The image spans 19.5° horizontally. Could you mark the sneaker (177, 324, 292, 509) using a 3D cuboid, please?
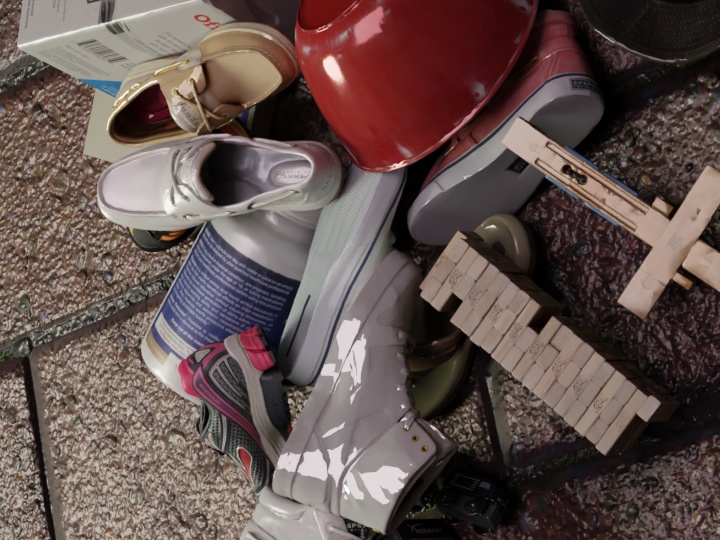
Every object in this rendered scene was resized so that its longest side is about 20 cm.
[{"bbox_3d":[-0.090,0.129,1.645,0.081,0.075,0.200,-116,11,-53],"label":"sneaker"}]

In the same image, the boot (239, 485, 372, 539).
[{"bbox_3d":[-0.011,0.221,1.529,0.200,0.074,0.096,18,88,33],"label":"boot"}]

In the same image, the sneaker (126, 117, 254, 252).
[{"bbox_3d":[-0.163,-0.061,1.729,0.070,0.090,0.200,55,142,1],"label":"sneaker"}]

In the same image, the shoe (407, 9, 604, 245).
[{"bbox_3d":[0.102,-0.106,1.566,0.200,0.071,0.091,-44,43,37],"label":"shoe"}]

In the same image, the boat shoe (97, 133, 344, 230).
[{"bbox_3d":[-0.116,-0.073,1.593,0.199,0.069,0.071,-7,83,16],"label":"boat shoe"}]

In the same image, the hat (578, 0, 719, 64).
[{"bbox_3d":[0.240,-0.233,1.451,0.200,0.081,0.201,-9,73,34],"label":"hat"}]

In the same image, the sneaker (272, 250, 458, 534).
[{"bbox_3d":[0.029,0.093,1.532,0.115,0.074,0.200,22,82,18],"label":"sneaker"}]

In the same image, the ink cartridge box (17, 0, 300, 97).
[{"bbox_3d":[-0.155,-0.209,1.700,0.200,0.146,0.085,-9,68,34],"label":"ink cartridge box"}]

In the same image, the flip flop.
[{"bbox_3d":[0.060,0.037,1.586,0.200,0.057,0.081,-53,56,29],"label":"flip flop"}]

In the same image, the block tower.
[{"bbox_3d":[0.131,0.053,1.499,0.200,0.054,0.058,39,104,20],"label":"block tower"}]

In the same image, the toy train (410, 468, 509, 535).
[{"bbox_3d":[0.032,0.157,1.612,0.200,0.034,0.046,14,53,39],"label":"toy train"}]

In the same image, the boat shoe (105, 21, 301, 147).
[{"bbox_3d":[-0.126,-0.136,1.637,0.200,0.074,0.069,-16,34,46],"label":"boat shoe"}]

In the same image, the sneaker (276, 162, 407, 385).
[{"bbox_3d":[0.000,0.000,1.610,0.200,0.071,0.073,-67,27,19],"label":"sneaker"}]

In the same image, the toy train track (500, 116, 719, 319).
[{"bbox_3d":[0.189,-0.044,1.477,0.200,0.033,0.115,35,102,11],"label":"toy train track"}]

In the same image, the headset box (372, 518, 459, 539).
[{"bbox_3d":[0.050,0.309,1.564,0.149,0.075,0.200,-51,57,25],"label":"headset box"}]

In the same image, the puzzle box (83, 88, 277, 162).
[{"bbox_3d":[-0.154,-0.144,1.805,0.200,0.025,0.133,17,97,39],"label":"puzzle box"}]

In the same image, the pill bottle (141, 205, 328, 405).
[{"bbox_3d":[-0.086,0.006,1.680,0.111,0.111,0.200,43,113,34],"label":"pill bottle"}]

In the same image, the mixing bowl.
[{"bbox_3d":[0.023,-0.184,1.550,0.200,0.108,0.200,-38,31,27],"label":"mixing bowl"}]
